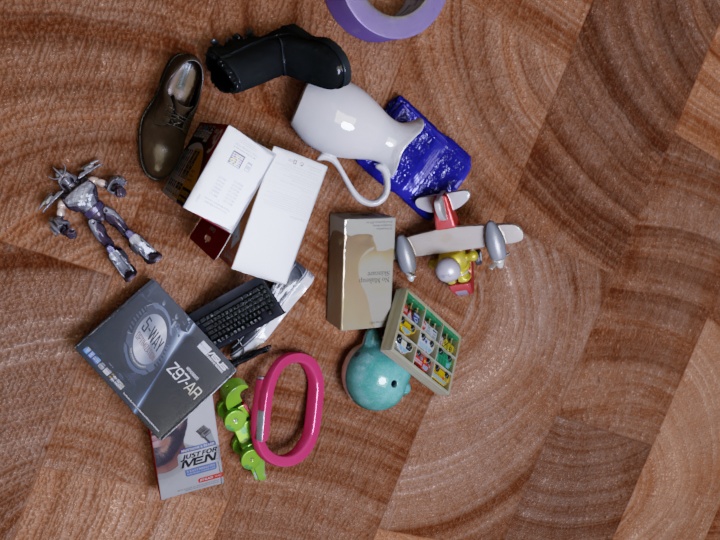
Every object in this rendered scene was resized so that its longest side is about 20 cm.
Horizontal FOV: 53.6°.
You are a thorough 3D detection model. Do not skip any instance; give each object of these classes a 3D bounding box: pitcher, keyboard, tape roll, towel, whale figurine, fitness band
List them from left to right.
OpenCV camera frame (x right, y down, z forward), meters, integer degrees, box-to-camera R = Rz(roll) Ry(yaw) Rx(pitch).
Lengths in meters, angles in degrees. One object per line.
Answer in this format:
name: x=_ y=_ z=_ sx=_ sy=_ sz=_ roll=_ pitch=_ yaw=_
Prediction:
keyboard: x=-0.210 y=0.104 z=1.170 sx=0.199 sy=0.021 sz=0.127 roll=-29 pitch=102 yaw=19
fitness band: x=-0.127 y=0.244 z=1.259 sx=0.143 sy=0.037 sz=0.201 roll=12 pitch=83 yaw=-48
pitcher: x=-0.019 y=-0.214 z=1.172 sx=0.199 sy=0.121 sz=0.172 roll=23 pitch=89 yaw=-12
tape roll: x=0.041 y=-0.482 z=1.170 sx=0.199 sy=0.085 sz=0.201 roll=-6 pitch=105 yaw=-22
whale figurine: x=0.061 y=0.173 z=1.323 sx=0.200 sy=0.104 sz=0.160 roll=-38 pitch=114 yaw=-20
towel: x=0.102 y=-0.199 z=1.284 sx=0.200 sy=0.050 sz=0.148 roll=35 pitch=86 yaw=-27

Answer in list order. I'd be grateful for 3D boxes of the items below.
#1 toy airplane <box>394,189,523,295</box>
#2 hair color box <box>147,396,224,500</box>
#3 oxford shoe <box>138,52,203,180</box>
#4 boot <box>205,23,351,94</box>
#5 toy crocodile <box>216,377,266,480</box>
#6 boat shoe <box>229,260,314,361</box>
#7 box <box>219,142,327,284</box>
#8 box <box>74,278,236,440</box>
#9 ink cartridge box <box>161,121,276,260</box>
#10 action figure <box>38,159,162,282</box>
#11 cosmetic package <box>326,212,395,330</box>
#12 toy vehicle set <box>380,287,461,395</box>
toy airplane: x=0.160 y=-0.044 z=1.271 sx=0.198 sy=0.142 sz=0.200 roll=27 pitch=133 yaw=-11
hair color box: x=-0.301 y=0.273 z=1.208 sx=0.110 sy=0.064 sz=0.201 roll=-11 pitch=105 yaw=-21
oxford shoe: x=-0.288 y=-0.233 z=1.082 sx=0.072 sy=0.084 sz=0.201 roll=12 pitch=99 yaw=-28
boot: x=-0.130 y=-0.309 z=1.078 sx=0.162 sy=0.198 sz=0.074 roll=-27 pitch=138 yaw=-27
toy crocodile: x=-0.202 y=0.281 z=1.251 sx=0.061 sy=0.067 sz=0.201 roll=-24 pitch=111 yaw=-18
boat shoe: x=-0.166 y=0.066 z=1.215 sx=0.068 sy=0.072 sz=0.200 roll=40 pitch=91 yaw=-13
box: x=-0.147 y=-0.095 z=1.155 sx=0.097 sy=0.124 sz=0.201 roll=18 pitch=94 yaw=-26
box: x=-0.321 y=0.141 z=1.129 sx=0.160 sy=0.044 sz=0.200 roll=-42 pitch=92 yaw=-16
ink cartridge box: x=-0.228 y=-0.125 z=1.068 sx=0.084 sy=0.200 sz=0.176 roll=30 pitch=88 yaw=-26
action figure: x=-0.393 y=-0.080 z=1.081 sx=0.130 sy=0.069 sz=0.200 roll=-39 pitch=112 yaw=-6
cosmetic package: x=0.000 y=0.000 z=1.273 sx=0.105 sy=0.071 sz=0.201 roll=-5 pitch=104 yaw=-24
toy vehicle set: x=0.116 y=0.134 z=1.319 sx=0.200 sy=0.026 sz=0.125 roll=40 pitch=55 yaw=-40
